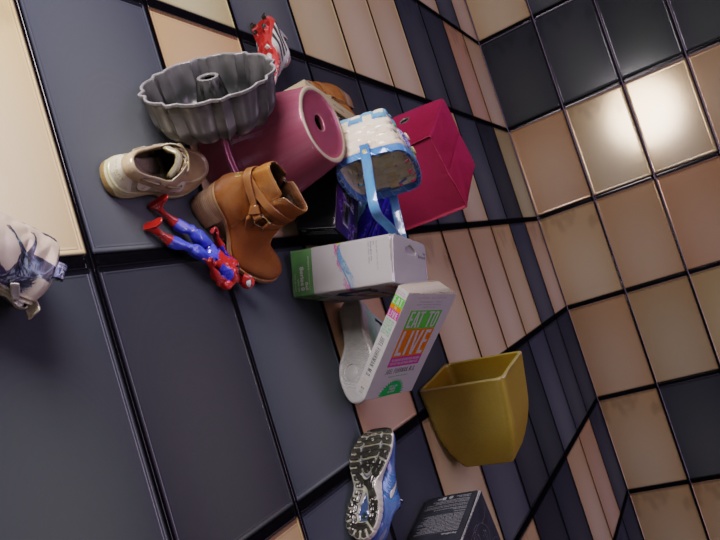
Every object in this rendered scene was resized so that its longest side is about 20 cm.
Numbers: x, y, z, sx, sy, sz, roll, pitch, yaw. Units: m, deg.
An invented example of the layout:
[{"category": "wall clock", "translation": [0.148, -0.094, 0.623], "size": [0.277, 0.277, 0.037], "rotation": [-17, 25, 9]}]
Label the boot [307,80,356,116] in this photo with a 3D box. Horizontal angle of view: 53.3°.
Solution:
[{"category": "boot", "translation": [-0.047, -0.305, 1.505], "size": [0.154, 0.073, 0.201], "rotation": [-2, 60, -62]}]

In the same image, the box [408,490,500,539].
[{"category": "box", "translation": [0.182, 0.551, 1.315], "size": [0.202, 0.123, 0.196], "rotation": [67, 25, -7]}]

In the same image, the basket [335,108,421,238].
[{"category": "basket", "translation": [0.033, -0.160, 1.224], "size": [0.176, 0.137, 0.203], "rotation": [42, 40, -68]}]

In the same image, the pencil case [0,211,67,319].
[{"category": "pencil case", "translation": [-0.379, -0.029, 0.671], "size": [0.200, 0.077, 0.090], "rotation": [36, 23, -50]}]

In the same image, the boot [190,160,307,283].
[{"category": "boot", "translation": [-0.139, -0.071, 1.077], "size": [0.201, 0.154, 0.077], "rotation": [54, 30, -29]}]

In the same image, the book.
[{"category": "book", "translation": [0.072, 0.117, 1.212], "size": [0.048, 0.202, 0.133], "rotation": [34, 21, 34]}]

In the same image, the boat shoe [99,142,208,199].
[{"category": "boat shoe", "translation": [-0.264, -0.141, 0.983], "size": [0.200, 0.064, 0.073], "rotation": [-22, 92, -64]}]

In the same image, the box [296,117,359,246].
[{"category": "box", "translation": [-0.055, -0.154, 1.304], "size": [0.141, 0.078, 0.203], "rotation": [42, 48, -72]}]

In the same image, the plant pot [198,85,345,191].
[{"category": "plant pot", "translation": [-0.131, -0.201, 1.155], "size": [0.200, 0.177, 0.202], "rotation": [40, 40, -45]}]

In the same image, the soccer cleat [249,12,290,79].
[{"category": "soccer cleat", "translation": [-0.165, -0.394, 1.346], "size": [0.085, 0.068, 0.202], "rotation": [33, 40, -45]}]

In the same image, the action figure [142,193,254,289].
[{"category": "action figure", "translation": [-0.218, -0.027, 1.020], "size": [0.200, 0.051, 0.066], "rotation": [46, 32, -45]}]

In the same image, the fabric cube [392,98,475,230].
[{"category": "fabric cube", "translation": [0.136, -0.245, 1.680], "size": [0.201, 0.194, 0.200], "rotation": [58, 31, -26]}]

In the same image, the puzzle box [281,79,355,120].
[{"category": "puzzle box", "translation": [-0.097, -0.273, 1.320], "size": [0.199, 0.132, 0.026], "rotation": [19, 54, -57]}]

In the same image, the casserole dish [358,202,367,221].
[{"category": "casserole dish", "translation": [-0.028, -0.157, 1.482], "size": [0.200, 0.038, 0.122], "rotation": [-30, 100, -63]}]

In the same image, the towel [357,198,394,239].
[{"category": "towel", "translation": [0.040, -0.064, 1.485], "size": [0.201, 0.049, 0.149], "rotation": [-66, 146, -45]}]

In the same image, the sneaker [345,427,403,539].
[{"category": "sneaker", "translation": [0.027, 0.363, 1.212], "size": [0.089, 0.078, 0.202], "rotation": [54, 38, -44]}]

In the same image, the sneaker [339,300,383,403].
[{"category": "sneaker", "translation": [0.019, 0.159, 1.318], "size": [0.118, 0.073, 0.203], "rotation": [38, 41, -46]}]

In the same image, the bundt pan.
[{"category": "bundt pan", "translation": [-0.212, -0.244, 1.032], "size": [0.203, 0.199, 0.076], "rotation": [-71, 158, -51]}]

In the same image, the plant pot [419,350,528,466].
[{"category": "plant pot", "translation": [0.270, 0.315, 1.582], "size": [0.195, 0.192, 0.203], "rotation": [-23, 98, -64]}]

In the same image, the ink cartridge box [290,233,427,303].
[{"category": "ink cartridge box", "translation": [0.000, 0.000, 1.239], "size": [0.145, 0.198, 0.089], "rotation": [12, 70, -61]}]
